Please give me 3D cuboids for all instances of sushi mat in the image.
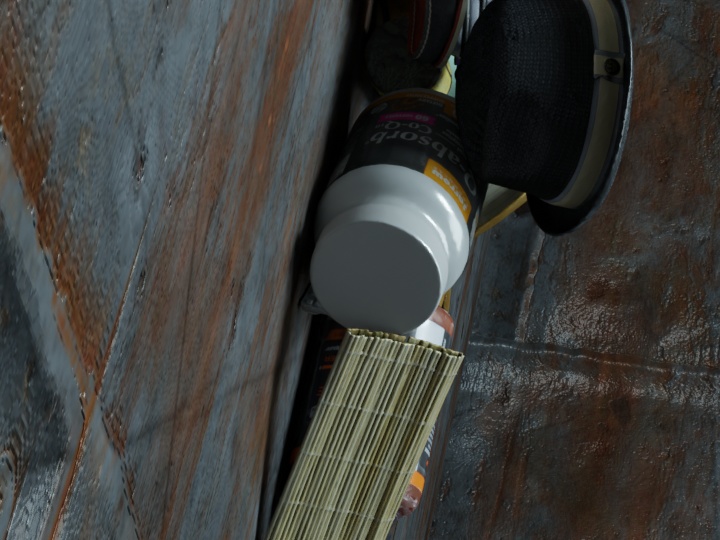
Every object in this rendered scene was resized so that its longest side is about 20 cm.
[{"bbox_3d":[-0.001,0.135,1.385,0.200,0.095,0.012,-69,-154,20],"label":"sushi mat"}]

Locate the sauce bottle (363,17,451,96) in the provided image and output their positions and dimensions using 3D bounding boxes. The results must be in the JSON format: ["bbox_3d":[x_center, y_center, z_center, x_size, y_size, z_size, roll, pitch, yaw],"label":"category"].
[{"bbox_3d":[0.042,-0.158,1.584,0.200,0.065,0.065,35,65,-82],"label":"sauce bottle"}]

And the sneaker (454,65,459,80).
[{"bbox_3d":[0.094,-0.236,1.644,0.090,0.066,0.200,-39,-131,42],"label":"sneaker"}]

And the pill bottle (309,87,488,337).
[{"bbox_3d":[0.029,-0.043,1.421,0.200,0.116,0.117,-70,168,-58],"label":"pill bottle"}]

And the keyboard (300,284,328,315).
[{"bbox_3d":[0.000,0.000,1.488,0.200,0.056,0.011,-63,163,-68],"label":"keyboard"}]

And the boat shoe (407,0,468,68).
[{"bbox_3d":[0.046,-0.249,1.433,0.071,0.062,0.201,-138,-131,-65],"label":"boat shoe"}]

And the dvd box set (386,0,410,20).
[{"bbox_3d":[0.049,-0.272,1.606,0.200,0.029,0.147,70,30,-75],"label":"dvd box set"}]

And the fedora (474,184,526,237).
[{"bbox_3d":[0.081,-0.081,1.662,0.082,0.200,0.201,55,19,-11],"label":"fedora"}]

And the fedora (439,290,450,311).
[{"bbox_3d":[0.024,0.081,1.701,0.201,0.082,0.201,11,90,-83],"label":"fedora"}]

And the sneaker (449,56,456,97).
[{"bbox_3d":[0.102,-0.147,1.875,0.201,0.118,0.074,91,9,-59],"label":"sneaker"}]

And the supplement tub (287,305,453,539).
[{"bbox_3d":[0.005,0.119,1.492,0.107,0.107,0.200,81,19,-70],"label":"supplement tub"}]

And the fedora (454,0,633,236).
[{"bbox_3d":[0.123,-0.128,1.413,0.201,0.091,0.201,-173,-90,-72],"label":"fedora"}]

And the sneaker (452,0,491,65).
[{"bbox_3d":[0.085,-0.264,1.545,0.088,0.074,0.201,160,-62,-83],"label":"sneaker"}]
